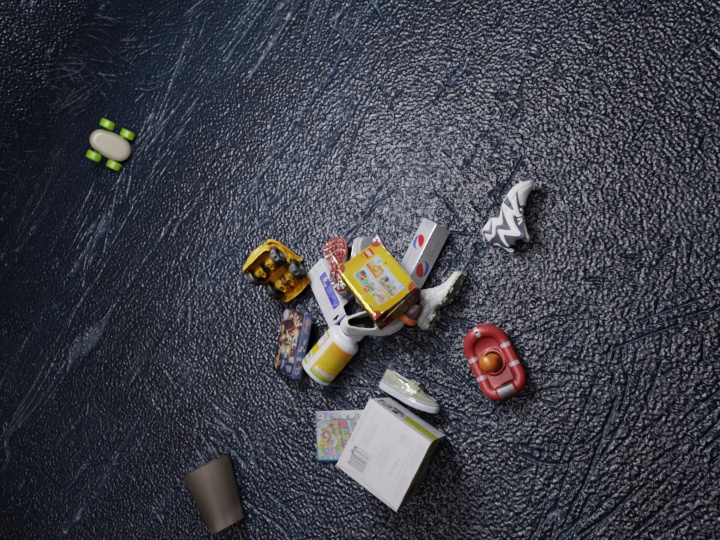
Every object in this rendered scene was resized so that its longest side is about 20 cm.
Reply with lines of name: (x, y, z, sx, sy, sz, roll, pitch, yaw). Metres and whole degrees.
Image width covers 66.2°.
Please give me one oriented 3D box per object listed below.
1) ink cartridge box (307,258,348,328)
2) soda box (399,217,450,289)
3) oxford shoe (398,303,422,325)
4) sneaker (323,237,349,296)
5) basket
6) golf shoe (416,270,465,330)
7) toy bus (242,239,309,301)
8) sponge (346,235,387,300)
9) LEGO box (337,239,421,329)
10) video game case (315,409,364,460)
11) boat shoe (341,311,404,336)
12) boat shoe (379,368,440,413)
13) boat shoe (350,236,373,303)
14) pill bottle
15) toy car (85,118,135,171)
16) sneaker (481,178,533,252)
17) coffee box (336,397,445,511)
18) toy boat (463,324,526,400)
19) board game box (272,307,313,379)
ink cartridge box: (-0.098, 0.073, 1.730, 0.099, 0.039, 0.203, -42, 64, 41)
soda box: (0.178, -0.044, 1.610, 0.063, 0.067, 0.203, 33, 98, 51)
oxford shoe: (0.116, 0.071, 1.611, 0.200, 0.070, 0.073, 49, 119, 39)
sneaker: (-0.068, -0.012, 1.695, 0.076, 0.083, 0.203, -8, 59, 6)
basket: (-0.462, 0.724, 1.775, 0.178, 0.136, 0.203, -30, 74, 13)
golf shoe: (0.215, 0.070, 1.584, 0.097, 0.078, 0.201, 41, 99, 30)
toy bus: (-0.273, -0.031, 1.764, 0.135, 0.199, 0.194, -38, 39, 19)
sponge: (0.006, -0.004, 1.716, 0.199, 0.030, 0.113, -36, 69, 16)
LEGO box: (0.051, 0.037, 1.547, 0.148, 0.077, 0.201, -35, 61, -7)
video game case: (-0.045, 0.499, 1.671, 0.196, 0.018, 0.146, -8, 78, 24)
boat shoe: (0.044, 0.145, 1.594, 0.196, 0.066, 0.073, -3, 68, -15)
boat shoe: (0.141, 0.344, 1.577, 0.197, 0.072, 0.063, 21, 93, 29)
boat shoe: (0.000, 0.000, 1.667, 0.065, 0.071, 0.204, 5, 99, 55)
pill bottle: (-0.076, 0.239, 1.673, 0.111, 0.111, 0.201, 45, 102, 24)
toy car: (-1.030, -0.514, 2.250, 0.199, 0.156, 0.167, 23, 89, 55)
sneaker: (0.437, -0.139, 1.505, 0.129, 0.079, 0.200, 42, 101, 23)
coffee box: (0.088, 0.488, 1.502, 0.198, 0.197, 0.202, 29, 90, 22)
toy boat: (0.347, 0.241, 1.461, 0.129, 0.130, 0.203, -30, 71, 18)
board game box: (-0.216, 0.229, 1.753, 0.134, 0.034, 0.204, 6, 84, 53)
